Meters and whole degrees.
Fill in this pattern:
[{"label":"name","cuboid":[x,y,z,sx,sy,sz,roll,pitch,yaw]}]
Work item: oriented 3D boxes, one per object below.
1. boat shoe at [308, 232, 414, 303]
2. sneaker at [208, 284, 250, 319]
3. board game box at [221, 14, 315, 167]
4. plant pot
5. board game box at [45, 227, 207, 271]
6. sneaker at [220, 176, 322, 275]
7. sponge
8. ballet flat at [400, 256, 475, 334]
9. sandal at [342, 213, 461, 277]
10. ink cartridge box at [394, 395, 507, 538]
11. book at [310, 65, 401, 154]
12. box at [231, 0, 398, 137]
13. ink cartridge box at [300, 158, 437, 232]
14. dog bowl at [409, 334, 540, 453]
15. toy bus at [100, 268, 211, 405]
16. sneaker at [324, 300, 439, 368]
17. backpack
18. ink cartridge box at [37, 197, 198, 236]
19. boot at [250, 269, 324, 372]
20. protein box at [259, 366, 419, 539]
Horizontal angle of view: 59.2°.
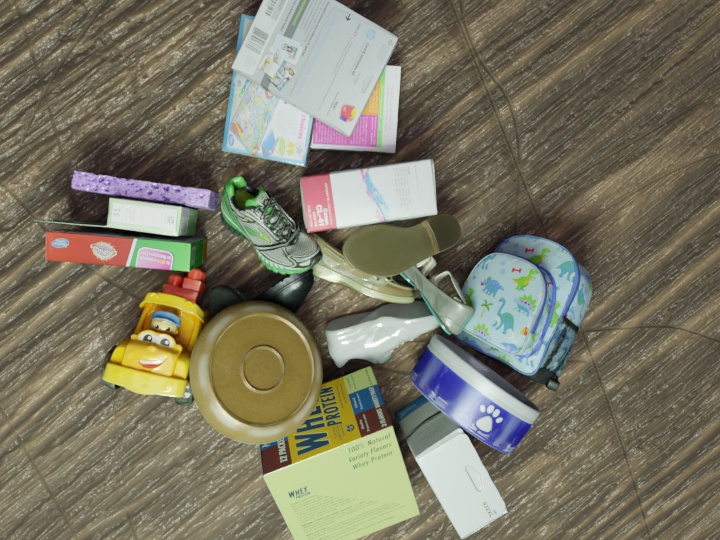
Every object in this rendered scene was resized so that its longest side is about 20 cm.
[{"label":"boat shoe","cuboid":[-0.001,0.000,1.021,0.197,0.073,0.064,20,94,2]},{"label":"sneaker","cuboid":[-0.188,0.119,0.935,0.075,0.090,0.203,-26,81,35]},{"label":"board game box","cuboid":[-0.130,-0.272,0.969,0.132,0.034,0.204,11,97,-1]},{"label":"plant pot","cuboid":[-0.140,0.140,0.897,0.196,0.027,0.204,7,74,-23]},{"label":"board game box","cuboid":[-0.338,-0.034,0.944,0.196,0.153,0.041,5,95,-5]},{"label":"sneaker","cuboid":[-0.140,-0.067,0.951,0.198,0.086,0.078,33,55,18]},{"label":"sponge","cuboid":[-0.319,-0.120,0.958,0.196,0.112,0.030,9,94,-6]},{"label":"ballet flat","cuboid":[0.108,0.014,0.991,0.064,0.067,0.201,-45,56,10]},{"label":"sandal","cuboid":[0.055,-0.032,0.967,0.209,0.069,0.079,-17,85,-28]},{"label":"ink cartridge box","cuboid":[0.134,0.294,0.993,0.083,0.200,0.147,-30,97,-2]},{"label":"book","cuboid":[-0.039,-0.259,1.006,0.195,0.048,0.137,3,96,-4]},{"label":"box","cuboid":[-0.066,-0.315,0.926,0.197,0.041,0.158,28,97,-2]},{"label":"ink cartridge box","cuboid":[0.008,-0.113,0.971,0.196,0.148,0.088,-7,96,-4]},{"label":"dog bowl","cuboid":[0.176,0.190,0.988,0.198,0.200,0.079,34,94,-7]},{"label":"toy bus","cuboid":[-0.282,0.088,0.943,0.133,0.200,0.196,15,86,-4]},{"label":"sneaker","cuboid":[0.044,0.110,1.042,0.196,0.075,0.090,-11,109,2]},{"label":"backpack","cuboid":[0.253,0.049,0.984,0.146,0.182,0.203,30,87,-46]},{"label":"ink cartridge box","cuboid":[-0.353,-0.083,0.941,0.196,0.146,0.049,8,93,-6]},{"label":"boot","cuboid":[-0.115,0.105,0.997,0.197,0.073,0.164,-34,91,21]},{"label":"protein box","cuboid":[-0.035,0.295,0.975,0.195,0.136,0.203,-20,123,-3]}]
